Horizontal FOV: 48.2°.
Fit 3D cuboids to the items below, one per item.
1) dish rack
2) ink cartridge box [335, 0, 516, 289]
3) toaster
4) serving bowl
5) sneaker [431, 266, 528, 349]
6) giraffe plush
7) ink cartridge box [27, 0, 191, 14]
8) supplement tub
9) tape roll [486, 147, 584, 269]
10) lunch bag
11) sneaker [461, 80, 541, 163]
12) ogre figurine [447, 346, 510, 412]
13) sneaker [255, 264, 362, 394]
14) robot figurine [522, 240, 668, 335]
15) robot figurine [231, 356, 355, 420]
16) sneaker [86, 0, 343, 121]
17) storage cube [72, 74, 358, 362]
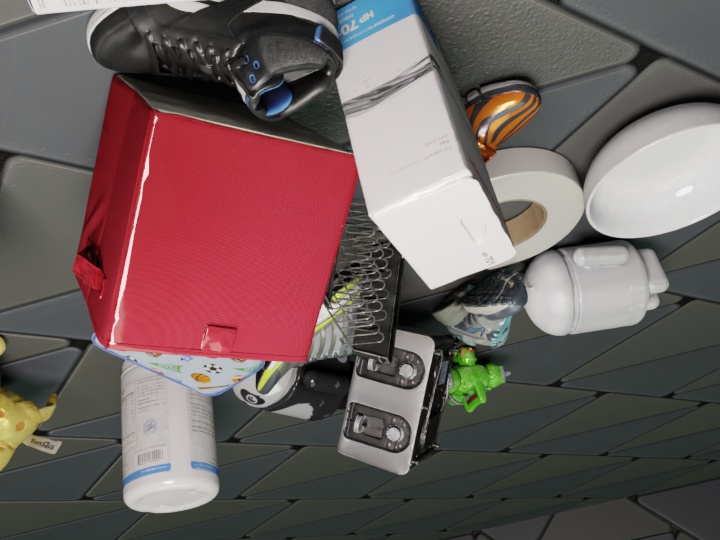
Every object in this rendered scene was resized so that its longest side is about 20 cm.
[{"bbox_3d":[0.000,0.000,0.896,0.054,0.156,0.201,-1,152,15],"label":"dish rack"},{"bbox_3d":[0.048,-0.109,0.662,0.085,0.203,0.146,-20,149,15],"label":"ink cartridge box"},{"bbox_3d":[0.058,0.165,1.109,0.117,0.184,0.200,13,-179,17],"label":"toaster"},{"bbox_3d":[0.336,-0.118,0.884,0.197,0.067,0.201,-9,151,-5],"label":"serving bowl"},{"bbox_3d":[0.173,0.055,1.050,0.078,0.087,0.200,-43,-174,-18],"label":"sneaker"},{"bbox_3d":[-0.503,0.172,1.032,0.197,0.174,0.164,-6,131,12],"label":"giraffe plush"},{"bbox_3d":[-0.154,-0.240,0.496,0.197,0.077,0.137,-9,150,-7],"label":"ink cartridge box"},{"bbox_3d":[-0.269,0.223,1.129,0.130,0.203,0.133,-8,150,-4],"label":"supplement tub"},{"bbox_3d":[0.163,-0.066,0.944,0.199,0.038,0.204,-9,150,-5],"label":"tape roll"},{"bbox_3d":[-0.222,0.076,0.984,0.199,0.076,0.159,33,135,-30],"label":"lunch bag"},{"bbox_3d":[0.102,-0.095,0.796,0.199,0.113,0.077,-32,145,33],"label":"sneaker"},{"bbox_3d":[0.161,0.185,1.319,0.198,0.100,0.120,19,152,-24],"label":"ogre figurine"},{"bbox_3d":[-0.051,0.089,1.009,0.200,0.074,0.081,-43,105,0],"label":"sneaker"},{"bbox_3d":[0.300,0.023,1.066,0.197,0.114,0.171,-8,140,-5],"label":"robot figurine"},{"bbox_3d":[-0.094,0.143,1.125,0.150,0.126,0.199,-37,142,28],"label":"robot figurine"},{"bbox_3d":[-0.110,-0.162,0.608,0.197,0.113,0.073,-11,150,-1],"label":"sneaker"},{"bbox_3d":[-0.128,-0.045,0.675,0.197,0.171,0.182,9,106,-30],"label":"storage cube"}]
